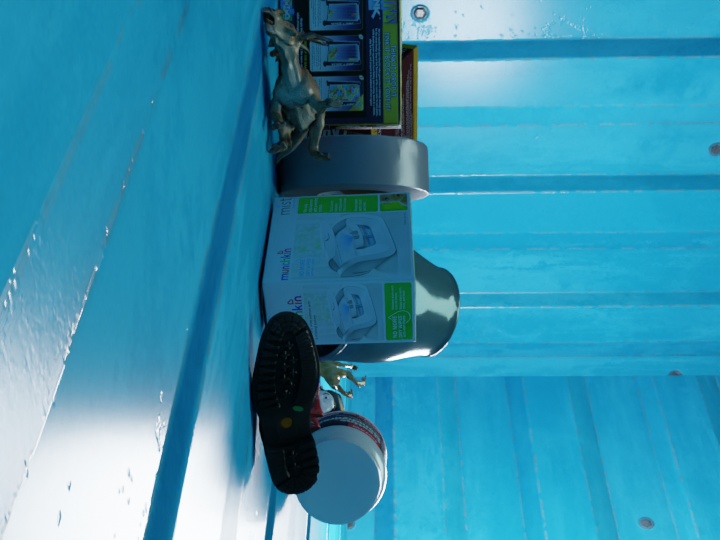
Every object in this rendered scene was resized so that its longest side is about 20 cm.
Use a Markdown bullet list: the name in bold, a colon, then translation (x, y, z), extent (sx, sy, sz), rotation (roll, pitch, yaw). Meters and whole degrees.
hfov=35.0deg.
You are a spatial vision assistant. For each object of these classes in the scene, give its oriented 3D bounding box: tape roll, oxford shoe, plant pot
- **tape roll**: translation (-0.008, -0.132, 1.529), extent (0.200, 0.200, 0.066), rotation (70, 21, -86)
- **oxford shoe**: translation (-0.086, 0.135, 1.240), extent (0.084, 0.073, 0.200), rotation (-131, -139, -68)
- **plant pot**: translation (0.030, 0.045, 1.630), extent (0.200, 0.188, 0.200), rotation (-28, -125, 51)

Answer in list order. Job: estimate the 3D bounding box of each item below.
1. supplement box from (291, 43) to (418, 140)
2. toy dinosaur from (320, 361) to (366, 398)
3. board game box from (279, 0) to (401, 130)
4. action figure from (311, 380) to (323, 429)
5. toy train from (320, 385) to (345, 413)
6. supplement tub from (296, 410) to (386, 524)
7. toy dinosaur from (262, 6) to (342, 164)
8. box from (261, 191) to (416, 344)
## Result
- **supplement box**: translation (-0.007, -0.228, 1.745), extent (0.200, 0.133, 0.197), rotation (-52, 147, -53)
- **toy dinosaur**: translation (-0.047, 0.191, 2.044), extent (0.058, 0.101, 0.200), rotation (-58, -157, 14)
- **board game box**: translation (-0.026, -0.293, 1.554), extent (0.057, 0.165, 0.200), rotation (23, 67, -88)
- **action figure**: translation (-0.082, 0.114, 1.549), extent (0.065, 0.052, 0.200), rotation (97, -11, -57)
- **toy train**: translation (-0.057, 0.268, 2.018), extent (0.200, 0.085, 0.114), rotation (71, 5, -76)
- **supplement tub**: translation (-0.030, 0.292, 1.699), extent (0.200, 0.140, 0.140), rotation (-70, 159, -87)
- **toy dinosaur**: translation (-0.074, -0.217, 1.391), extent (0.200, 0.086, 0.136), rotation (98, -13, -58)
- **box**: translation (-0.023, -0.003, 1.376), extent (0.200, 0.176, 0.097), rotation (-88, 176, -56)
